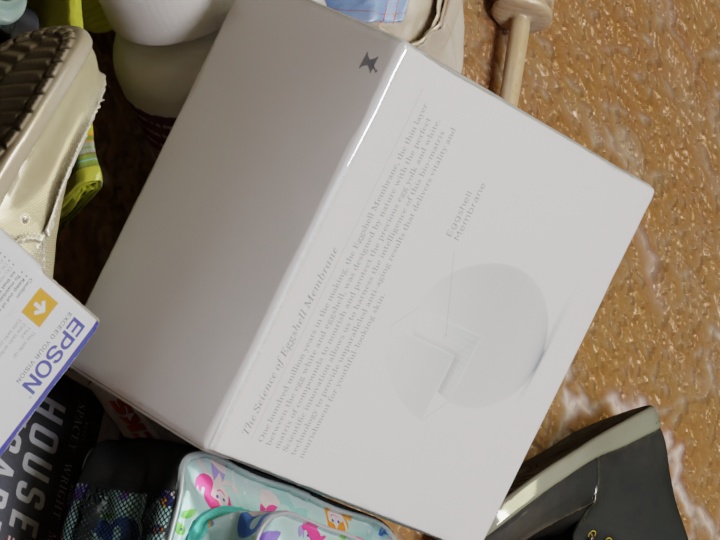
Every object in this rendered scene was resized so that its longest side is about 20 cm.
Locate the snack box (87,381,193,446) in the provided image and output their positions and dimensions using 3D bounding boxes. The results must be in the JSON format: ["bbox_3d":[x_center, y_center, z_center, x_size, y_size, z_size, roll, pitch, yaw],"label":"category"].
[{"bbox_3d":[-0.061,0.105,1.447,0.200,0.024,0.072,57,41,-26],"label":"snack box"}]

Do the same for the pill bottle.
[{"bbox_3d":[-0.057,-0.088,1.438,0.200,0.109,0.110,65,36,-39],"label":"pill bottle"}]

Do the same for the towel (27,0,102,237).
[{"bbox_3d":[-0.148,-0.121,1.412,0.018,0.086,0.201,3,71,-26],"label":"towel"}]

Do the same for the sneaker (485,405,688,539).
[{"bbox_3d":[0.126,0.150,1.614,0.200,0.075,0.107,-22,90,-50],"label":"sneaker"}]

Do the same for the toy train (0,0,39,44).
[{"bbox_3d":[-0.230,-0.170,1.352,0.200,0.085,0.114,30,42,-35],"label":"toy train"}]

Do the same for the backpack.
[{"bbox_3d":[-0.062,0.193,1.326,0.177,0.150,0.201,27,76,-45],"label":"backpack"}]

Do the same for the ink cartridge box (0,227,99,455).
[{"bbox_3d":[-0.230,0.042,1.202,0.197,0.043,0.200,-52,137,-9],"label":"ink cartridge box"}]

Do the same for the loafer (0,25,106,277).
[{"bbox_3d":[-0.169,-0.021,1.321,0.068,0.075,0.201,46,62,-41],"label":"loafer"}]

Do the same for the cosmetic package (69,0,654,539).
[{"bbox_3d":[0.000,0.000,1.363,0.200,0.123,0.200,26,90,-47],"label":"cosmetic package"}]

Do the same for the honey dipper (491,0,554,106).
[{"bbox_3d":[0.088,-0.102,1.705,0.038,0.038,0.201,30,57,-37],"label":"honey dipper"}]

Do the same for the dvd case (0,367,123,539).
[{"bbox_3d":[-0.198,0.083,1.324,0.200,0.025,0.151,33,53,-34],"label":"dvd case"}]

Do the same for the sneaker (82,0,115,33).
[{"bbox_3d":[-0.096,-0.204,1.514,0.082,0.074,0.201,22,68,-37],"label":"sneaker"}]

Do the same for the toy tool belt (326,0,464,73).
[{"bbox_3d":[-0.010,-0.190,1.566,0.123,0.124,0.201,17,62,-53],"label":"toy tool belt"}]
